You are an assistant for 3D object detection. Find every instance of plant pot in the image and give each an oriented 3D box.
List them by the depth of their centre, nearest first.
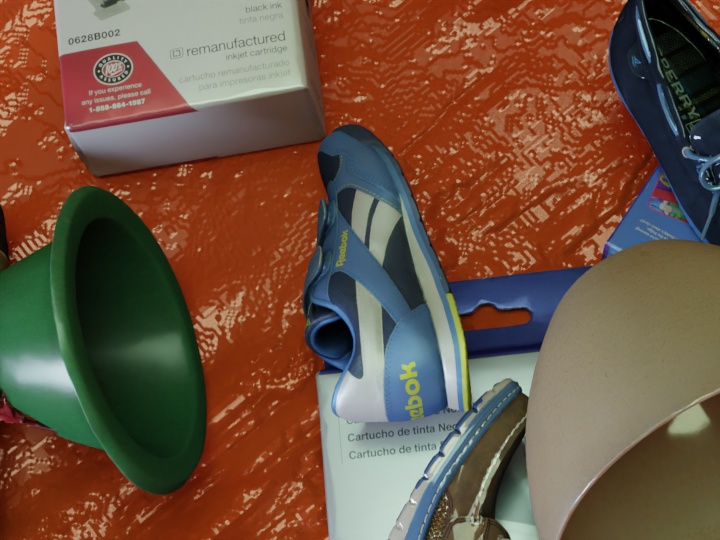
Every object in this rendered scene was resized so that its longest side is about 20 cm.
[{"bbox_3d":[0.164,0.063,1.104,0.199,0.201,0.135,-23,52,-2],"label":"plant pot"}]

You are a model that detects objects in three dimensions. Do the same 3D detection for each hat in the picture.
[{"bbox_3d":[-0.203,0.052,1.196,0.175,0.200,0.166,-16,48,17],"label":"hat"}]

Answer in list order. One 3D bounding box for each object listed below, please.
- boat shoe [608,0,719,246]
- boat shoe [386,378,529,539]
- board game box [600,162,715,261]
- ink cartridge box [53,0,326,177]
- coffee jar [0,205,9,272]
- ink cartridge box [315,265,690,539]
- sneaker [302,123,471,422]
[{"bbox_3d":[0.192,-0.069,1.174,0.084,0.069,0.200,-32,66,-18],"label":"boat shoe"},{"bbox_3d":[0.047,0.154,1.140,0.072,0.072,0.201,30,89,9],"label":"boat shoe"},{"bbox_3d":[0.249,-0.005,1.205,0.199,0.045,0.135,30,64,14],"label":"board game box"},{"bbox_3d":[-0.106,-0.172,1.294,0.146,0.083,0.201,-10,72,4],"label":"ink cartridge box"},{"bbox_3d":[-0.252,0.052,1.233,0.103,0.085,0.202,3,72,-3],"label":"coffee jar"},{"bbox_3d":[0.077,0.093,1.209,0.198,0.041,0.201,-7,71,4],"label":"ink cartridge box"},{"bbox_3d":[0.000,0.000,1.209,0.082,0.074,0.201,-18,50,-2],"label":"sneaker"}]
